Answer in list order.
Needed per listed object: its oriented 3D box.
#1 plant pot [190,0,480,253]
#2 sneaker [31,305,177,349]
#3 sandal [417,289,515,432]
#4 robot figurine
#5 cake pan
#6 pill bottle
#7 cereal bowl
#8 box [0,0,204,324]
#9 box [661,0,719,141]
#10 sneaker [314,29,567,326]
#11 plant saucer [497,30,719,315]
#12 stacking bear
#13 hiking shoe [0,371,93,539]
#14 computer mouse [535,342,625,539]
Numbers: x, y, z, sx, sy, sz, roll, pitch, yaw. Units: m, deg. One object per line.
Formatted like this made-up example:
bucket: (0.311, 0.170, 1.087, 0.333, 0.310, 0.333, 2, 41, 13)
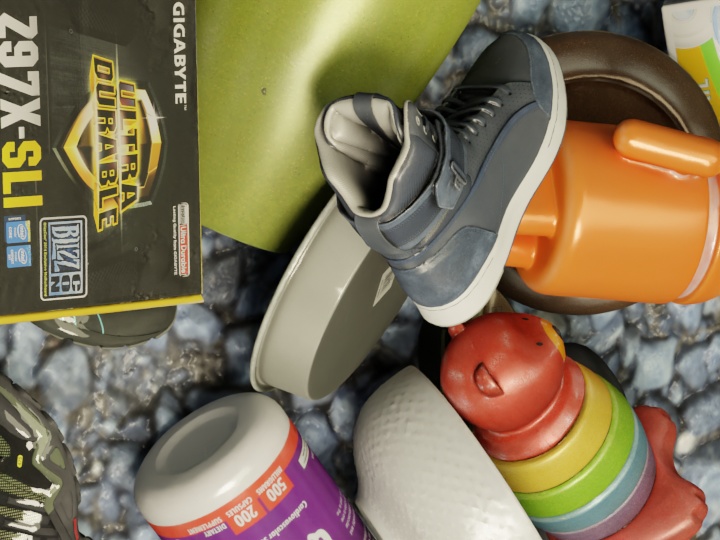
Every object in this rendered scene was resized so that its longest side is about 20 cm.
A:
plant pot: (-0.047, -0.119, 1.584, 0.187, 0.187, 0.200, 19, 98, -31)
sneaker: (-0.195, -0.007, 1.545, 0.200, 0.075, 0.079, 14, 107, -31)
sandal: (0.079, 0.027, 1.705, 0.057, 0.080, 0.201, -3, 105, -20)
robot figurine: (0.175, -0.037, 1.650, 0.200, 0.117, 0.144, 5, 110, -19)
cake pan: (0.000, 0.000, 1.614, 0.037, 0.200, 0.200, 31, 76, 13)
pill bottle: (-0.052, 0.183, 1.638, 0.112, 0.112, 0.200, -43, 114, -20)
cereal bowl: (0.055, 0.166, 1.660, 0.083, 0.200, 0.200, -32, 112, -5)
box: (-0.169, -0.075, 1.493, 0.160, 0.049, 0.200, -5, 97, -39)
box: (0.283, -0.105, 1.786, 0.112, 0.101, 0.200, -8, 102, 14)
sneaker: (0.049, -0.090, 1.512, 0.146, 0.077, 0.203, 45, 53, -41)
plant saucer: (0.154, -0.062, 1.729, 0.200, 0.032, 0.201, -1, 105, -2)
stacking bear: (0.124, 0.100, 1.656, 0.114, 0.122, 0.200, -32, 130, 13)
hiking shoe: (-0.224, 0.152, 1.554, 0.101, 0.076, 0.200, -31, 111, -28)
computer mouse: (0.158, 0.152, 1.794, 0.138, 0.053, 0.200, -6, 98, -29)
